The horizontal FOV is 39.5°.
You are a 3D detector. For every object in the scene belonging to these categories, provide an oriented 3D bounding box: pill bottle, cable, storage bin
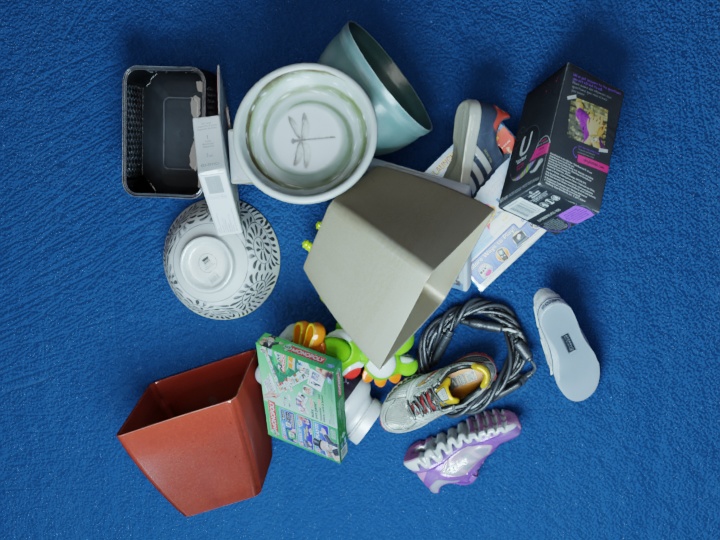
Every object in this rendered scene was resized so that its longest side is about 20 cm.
[{"bbox_3d":[-0.062,0.183,1.593,0.199,0.112,0.113,37,100,2],"label":"pill bottle"},{"bbox_3d":[0.168,0.140,1.589,0.198,0.051,0.165,-29,92,10],"label":"cable"},{"bbox_3d":[-0.298,-0.218,1.589,0.133,0.094,0.203,3,96,7],"label":"storage bin"}]

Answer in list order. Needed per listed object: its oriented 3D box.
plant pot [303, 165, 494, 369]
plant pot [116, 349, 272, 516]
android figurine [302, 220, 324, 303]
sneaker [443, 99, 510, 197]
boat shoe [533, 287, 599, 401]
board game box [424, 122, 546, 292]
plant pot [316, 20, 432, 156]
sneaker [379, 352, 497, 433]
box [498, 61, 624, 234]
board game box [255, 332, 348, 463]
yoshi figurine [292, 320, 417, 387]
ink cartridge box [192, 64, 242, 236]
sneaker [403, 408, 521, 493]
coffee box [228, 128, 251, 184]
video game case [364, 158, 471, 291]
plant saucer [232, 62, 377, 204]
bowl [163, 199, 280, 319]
[{"bbox_3d":[0.038,-0.024,1.399,0.176,0.200,0.201,36,133,12],"label":"plant pot"},{"bbox_3d":[-0.239,0.268,1.593,0.197,0.200,0.178,-18,104,9],"label":"plant pot"},{"bbox_3d":[0.000,0.000,1.570,0.199,0.041,0.182,39,127,-5],"label":"android figurine"},{"bbox_3d":[0.175,-0.149,1.492,0.083,0.075,0.203,4,111,-20],"label":"sneaker"},{"bbox_3d":[0.310,0.109,1.558,0.074,0.086,0.203,-27,121,5],"label":"boat shoe"},{"bbox_3d":[0.194,-0.108,1.554,0.200,0.056,0.196,-43,89,10],"label":"board game box"},{"bbox_3d":[-0.004,-0.250,1.501,0.134,0.200,0.201,-36,91,18],"label":"plant pot"},{"bbox_3d":[0.115,0.186,1.536,0.198,0.082,0.078,-31,87,7],"label":"sneaker"},{"bbox_3d":[0.290,-0.174,1.451,0.105,0.122,0.202,23,69,-16],"label":"box"},{"bbox_3d":[-0.086,0.195,1.514,0.133,0.029,0.202,19,134,23],"label":"board game box"},{"bbox_3d":[0.002,0.105,1.540,0.197,0.113,0.112,13,134,-23],"label":"yoshi figurine"},{"bbox_3d":[-0.213,-0.174,1.499,0.044,0.201,0.179,-7,67,-3],"label":"ink cartridge box"},{"bbox_3d":[0.171,0.292,1.597,0.198,0.081,0.089,-27,99,14],"label":"sneaker"},{"bbox_3d":[-0.119,-0.173,1.514,0.113,0.200,0.081,-3,94,9],"label":"coffee box"},{"bbox_3d":[0.081,-0.069,1.507,0.180,0.022,0.202,19,139,23],"label":"video game case"},{"bbox_3d":[-0.074,-0.182,1.373,0.197,0.050,0.203,-1,76,3],"label":"plant saucer"},{"bbox_3d":[-0.235,-0.014,1.603,0.197,0.094,0.204,1,97,8],"label":"bowl"}]
